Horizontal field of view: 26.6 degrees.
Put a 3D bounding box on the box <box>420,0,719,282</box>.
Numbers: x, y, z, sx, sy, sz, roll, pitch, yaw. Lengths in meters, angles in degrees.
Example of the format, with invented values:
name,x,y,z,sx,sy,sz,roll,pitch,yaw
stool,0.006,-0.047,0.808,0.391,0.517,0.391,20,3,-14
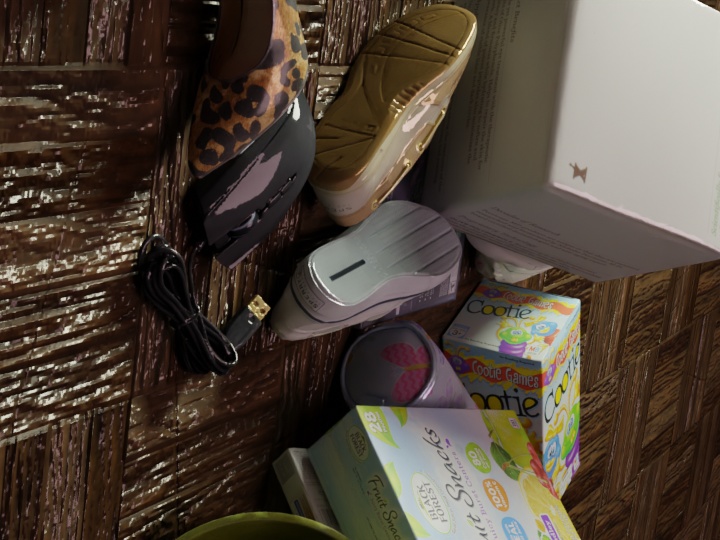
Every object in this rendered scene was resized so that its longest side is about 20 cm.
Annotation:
name,x,y,z,sx,sy,sz,roll,pitch,yaw
box,0.183,-0.119,1.225,0.198,0.171,0.202,18,74,-28

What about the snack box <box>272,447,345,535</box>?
name,x,y,z,sx,sy,sz,roll,pitch,yaw
snack box,0.020,0.178,1.175,0.199,0.072,0.024,12,132,-47

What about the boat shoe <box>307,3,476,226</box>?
name,x,y,z,sx,sy,sz,roll,pitch,yaw
boat shoe,0.024,-0.115,1.124,0.201,0.073,0.070,-52,149,-28

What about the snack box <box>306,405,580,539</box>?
name,x,y,z,sx,sy,sz,roll,pitch,yaw
snack box,0.075,0.189,1.139,0.199,0.170,0.068,6,139,-48

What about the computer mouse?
name,x,y,z,sx,sy,sz,roll,pitch,yaw
computer mouse,-0.065,-0.026,0.990,0.201,0.045,0.141,-61,150,-34

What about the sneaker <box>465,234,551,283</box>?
name,x,y,z,sx,sy,sz,roll,pitch,yaw
sneaker,0.138,-0.021,1.392,0.199,0.099,0.079,6,59,-57

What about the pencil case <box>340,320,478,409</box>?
name,x,y,z,sx,sy,sz,roll,pitch,yaw
pencil case,0.046,0.119,1.264,0.091,0.083,0.200,-54,150,-14

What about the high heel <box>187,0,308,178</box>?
name,x,y,z,sx,sy,sz,roll,pitch,yaw
high heel,-0.082,-0.168,0.890,0.143,0.071,0.202,44,67,-45

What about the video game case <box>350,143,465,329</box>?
name,x,y,z,sx,sy,sz,roll,pitch,yaw
video game case,0.046,-0.035,1.266,0.199,0.019,0.145,-12,112,-63

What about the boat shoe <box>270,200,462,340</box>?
name,x,y,z,sx,sy,sz,roll,pitch,yaw
boat shoe,0.000,0.000,1.132,0.067,0.074,0.199,-39,167,34

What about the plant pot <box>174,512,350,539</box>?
name,x,y,z,sx,sy,sz,roll,pitch,yaw
plant pot,-0.058,0.290,1.015,0.194,0.198,0.202,81,30,-62

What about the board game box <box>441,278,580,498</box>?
name,x,y,z,sx,sy,sz,roll,pitch,yaw
board game box,0.147,0.127,1.462,0.103,0.104,0.202,-49,143,-46
